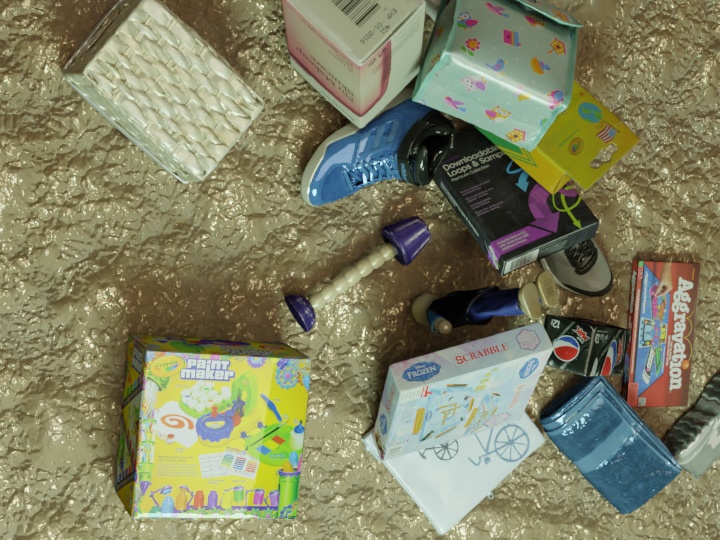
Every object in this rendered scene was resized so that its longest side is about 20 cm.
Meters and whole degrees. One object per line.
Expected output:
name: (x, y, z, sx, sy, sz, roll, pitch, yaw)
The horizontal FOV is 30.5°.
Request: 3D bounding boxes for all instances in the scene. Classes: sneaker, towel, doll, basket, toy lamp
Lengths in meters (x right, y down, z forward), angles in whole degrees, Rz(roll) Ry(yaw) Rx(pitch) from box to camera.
sneaker: (0.515, 0.208, 1.861, 0.200, 0.075, 0.082, -42, 117, -1)
sneaker: (0.027, -0.131, 1.600, 0.199, 0.111, 0.077, -38, 142, -16)
sneaker: (0.267, -0.038, 1.726, 0.074, 0.079, 0.200, -47, 111, -12)
towel: (0.339, 0.237, 1.791, 0.111, 0.049, 0.200, -41, 110, 6)
doll: (0.146, 0.042, 1.627, 0.136, 0.199, 0.049, -29, 103, -46)
basket: (-0.219, -0.207, 1.498, 0.200, 0.123, 0.136, 42, 82, -21)
toy lamp: (0.000, 0.000, 1.643, 0.199, 0.058, 0.059, -33, 106, -11)

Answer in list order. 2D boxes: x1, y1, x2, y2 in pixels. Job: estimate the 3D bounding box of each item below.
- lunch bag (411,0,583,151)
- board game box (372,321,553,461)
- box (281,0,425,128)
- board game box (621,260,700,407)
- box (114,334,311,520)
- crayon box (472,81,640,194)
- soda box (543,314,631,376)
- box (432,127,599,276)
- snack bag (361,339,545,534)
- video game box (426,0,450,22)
lunch bag: (0.169, -0.271, 1.574, 0.169, 0.122, 0.202, 23, 56, -10)
board game box: (0.121, 0.151, 1.618, 0.197, 0.201, 0.041, -14, 61, -15)
box: (-0.008, -0.271, 1.513, 0.128, 0.200, 0.109, 43, 80, 10)
board game box: (0.416, 0.088, 1.829, 0.102, 0.019, 0.203, 1, 96, -22)
box: (-0.176, 0.184, 1.560, 0.198, 0.122, 0.195, 5, 95, -20)
crayon box: (0.233, -0.183, 1.643, 0.200, 0.051, 0.127, 43, 59, 14)
soda box: (0.289, 0.097, 1.693, 0.200, 0.070, 0.064, 7, 96, -66)
box: (0.183, -0.098, 1.640, 0.142, 0.201, 0.036, -22, 147, -19)
snack bag: (0.124, 0.223, 1.733, 0.200, 0.021, 0.189, -42, 108, -8)
video game box: (0.135, -0.403, 1.652, 0.182, 0.047, 0.200, -46, 109, -7)
